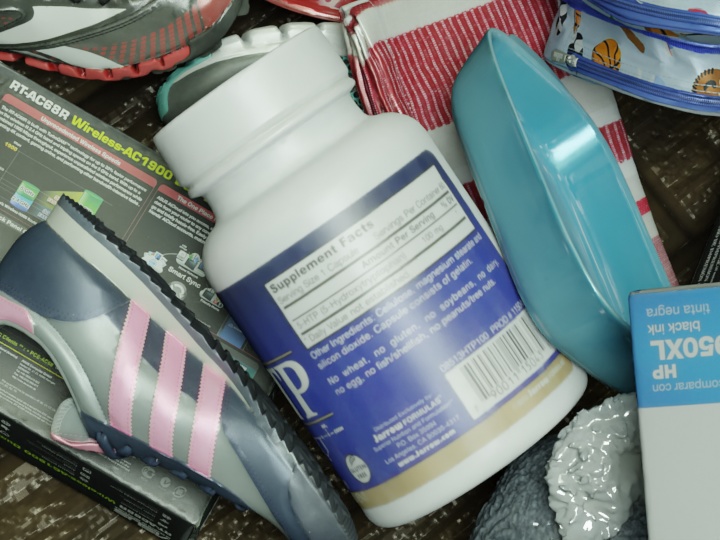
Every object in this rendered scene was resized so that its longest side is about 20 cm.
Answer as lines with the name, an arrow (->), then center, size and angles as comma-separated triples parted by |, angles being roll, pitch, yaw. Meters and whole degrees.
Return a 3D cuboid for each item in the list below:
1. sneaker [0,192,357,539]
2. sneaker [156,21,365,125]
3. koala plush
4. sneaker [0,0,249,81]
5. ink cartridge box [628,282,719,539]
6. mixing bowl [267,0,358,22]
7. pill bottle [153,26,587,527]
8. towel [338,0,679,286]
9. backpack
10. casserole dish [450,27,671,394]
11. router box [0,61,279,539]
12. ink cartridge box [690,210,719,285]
sneaker -> -0.088, 0.064, 0.946 | 0.082, 0.070, 0.200 | -43, 85, 0
sneaker -> -0.001, -0.072, 1.067 | 0.198, 0.078, 0.092 | -3, 76, -11
koala plush -> 0.081, 0.152, 0.951 | 0.183, 0.178, 0.201 | 28, 75, 12
sneaker -> -0.155, -0.138, 1.015 | 0.198, 0.098, 0.071 | 3, 68, 10
ink cartridge box -> 0.176, 0.105, 0.887 | 0.084, 0.144, 0.202 | -6, 87, 25
mixing bowl -> 0.001, -0.233, 1.077 | 0.198, 0.109, 0.202 | 5, 55, -8
pill bottle -> 0.000, 0.000, 0.949 | 0.119, 0.120, 0.201 | -35, 93, -21
towel -> 0.078, -0.054, 1.055 | 0.143, 0.023, 0.202 | -23, 98, -32
backpack -> 0.174, -0.148, 0.994 | 0.198, 0.190, 0.156 | -7, 103, -19
casserole dish -> 0.093, -0.022, 0.971 | 0.039, 0.121, 0.201 | -33, 50, 19
router box -> -0.129, 0.016, 1.013 | 0.199, 0.062, 0.151 | 30, 69, 0
ink cartridge box -> 0.220, -0.033, 1.046 | 0.044, 0.094, 0.201 | 33, 66, -19
